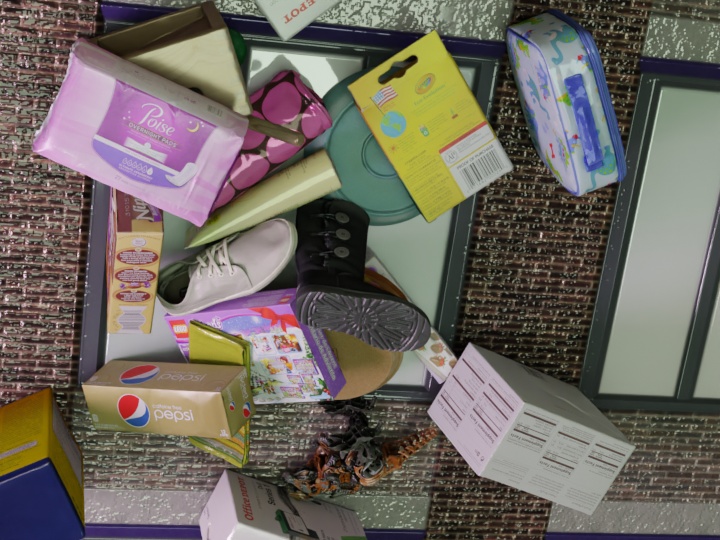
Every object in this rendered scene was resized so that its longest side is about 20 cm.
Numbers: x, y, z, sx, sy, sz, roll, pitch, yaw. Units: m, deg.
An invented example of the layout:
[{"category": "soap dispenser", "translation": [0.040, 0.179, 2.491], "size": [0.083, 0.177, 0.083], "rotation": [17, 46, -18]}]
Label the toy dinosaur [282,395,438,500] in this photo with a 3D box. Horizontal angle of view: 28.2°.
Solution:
[{"category": "toy dinosaur", "translation": [-0.005, 0.233, 1.853], "size": [0.199, 0.102, 0.137], "rotation": [-30, 131, -19]}]

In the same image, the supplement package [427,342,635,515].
[{"category": "supplement package", "translation": [0.215, 0.201, 1.818], "size": [0.199, 0.156, 0.111], "rotation": [24, 104, -32]}]

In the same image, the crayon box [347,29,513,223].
[{"category": "crayon box", "translation": [0.080, -0.174, 1.693], "size": [0.126, 0.051, 0.201], "rotation": [-31, 114, 1]}]

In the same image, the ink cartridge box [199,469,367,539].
[{"category": "ink cartridge box", "translation": [-0.095, 0.347, 1.831], "size": [0.199, 0.146, 0.085], "rotation": [22, 104, -19]}]

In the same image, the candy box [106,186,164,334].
[{"category": "candy box", "translation": [-0.257, -0.030, 1.620], "size": [0.056, 0.118, 0.201], "rotation": [0, 146, -12]}]

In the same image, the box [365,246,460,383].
[{"category": "box", "translation": [0.056, 0.058, 1.811], "size": [0.039, 0.041, 0.200], "rotation": [-38, 114, 3]}]

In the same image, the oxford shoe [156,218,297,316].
[{"category": "oxford shoe", "translation": [-0.162, -0.004, 1.674], "size": [0.199, 0.076, 0.058], "rotation": [-25, 149, 21]}]

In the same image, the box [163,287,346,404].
[{"category": "box", "translation": [-0.127, 0.094, 1.723], "size": [0.199, 0.039, 0.138], "rotation": [-6, 119, 35]}]

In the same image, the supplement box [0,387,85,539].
[{"category": "supplement box", "translation": [-0.396, 0.244, 1.697], "size": [0.109, 0.200, 0.110], "rotation": [-21, 113, -3]}]

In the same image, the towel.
[{"category": "towel", "translation": [-0.175, 0.154, 1.757], "size": [0.085, 0.018, 0.201], "rotation": [19, 131, 18]}]

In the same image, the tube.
[{"category": "tube", "translation": [-0.120, -0.079, 1.692], "size": [0.199, 0.052, 0.058], "rotation": [-26, 156, 4]}]

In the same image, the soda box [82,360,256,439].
[{"category": "soda box", "translation": [-0.229, 0.153, 1.717], "size": [0.198, 0.068, 0.065], "rotation": [0, 115, 26]}]

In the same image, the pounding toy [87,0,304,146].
[{"category": "pounding toy", "translation": [-0.186, -0.199, 1.582], "size": [0.198, 0.184, 0.143], "rotation": [-18, 114, -5]}]

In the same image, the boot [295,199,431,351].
[{"category": "boot", "translation": [-0.001, 0.000, 1.674], "size": [0.163, 0.201, 0.066], "rotation": [18, 120, -14]}]

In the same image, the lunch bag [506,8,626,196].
[{"category": "lunch bag", "translation": [0.245, -0.197, 1.689], "size": [0.082, 0.161, 0.201], "rotation": [-21, 113, -3]}]

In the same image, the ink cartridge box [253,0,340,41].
[{"category": "ink cartridge box", "translation": [-0.087, -0.379, 1.589], "size": [0.144, 0.085, 0.201], "rotation": [-36, 115, 3]}]

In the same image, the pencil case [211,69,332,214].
[{"category": "pencil case", "translation": [-0.133, -0.152, 1.669], "size": [0.199, 0.091, 0.094], "rotation": [-34, 77, 0]}]

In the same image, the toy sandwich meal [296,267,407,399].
[{"category": "toy sandwich meal", "translation": [-0.032, 0.076, 1.765], "size": [0.203, 0.071, 0.206], "rotation": [3, 133, 4]}]

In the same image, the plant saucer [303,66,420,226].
[{"category": "plant saucer", "translation": [0.031, -0.146, 1.736], "size": [0.198, 0.027, 0.202], "rotation": [-4, 111, -10]}]

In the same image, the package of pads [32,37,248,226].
[{"category": "package of pads", "translation": [-0.226, -0.142, 1.478], "size": [0.199, 0.076, 0.121], "rotation": [24, 111, -13]}]
